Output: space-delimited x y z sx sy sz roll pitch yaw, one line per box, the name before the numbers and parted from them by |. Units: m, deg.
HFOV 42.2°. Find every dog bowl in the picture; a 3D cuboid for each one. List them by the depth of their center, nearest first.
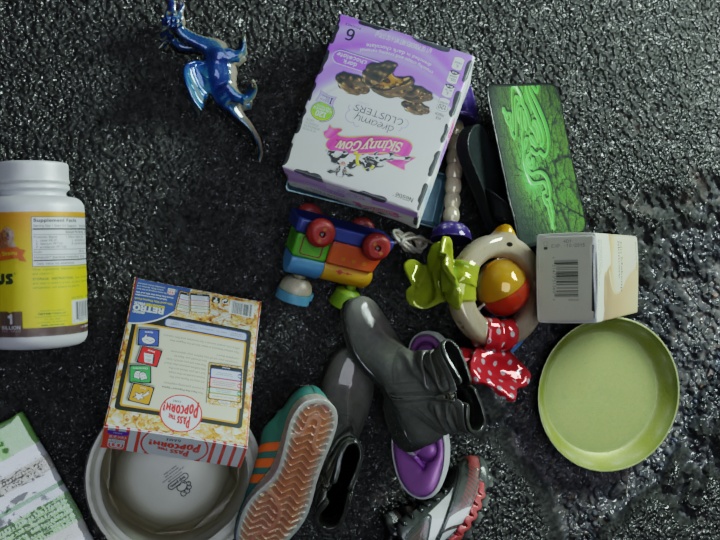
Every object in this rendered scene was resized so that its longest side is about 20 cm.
dog bowl | -0.216 0.232 1.082 0.199 0.074 0.201 0 91 -13

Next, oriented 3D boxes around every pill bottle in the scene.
pill bottle | -0.358 -0.017 1.026 0.109 0.109 0.201 -2 91 -12

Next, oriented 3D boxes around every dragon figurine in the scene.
dragon figurine | -0.175 -0.215 1.087 0.099 0.059 0.201 -13 94 -12

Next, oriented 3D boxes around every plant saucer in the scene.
plant saucer | 0.010 -0.108 1.152 0.199 0.019 0.070 13 89 -11
plant saucer | 0.319 0.160 1.219 0.199 0.031 0.201 0 92 -13

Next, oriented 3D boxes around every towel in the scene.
towel | -0.405 0.282 1.069 0.149 0.031 0.201 -27 95 -13

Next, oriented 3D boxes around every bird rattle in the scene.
bird rattle | 0.151 0.039 1.065 0.163 0.113 0.200 -38 95 -19

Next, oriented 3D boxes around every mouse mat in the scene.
mouse mat | 0.220 -0.133 1.154 0.161 0.008 0.201 -13 90 -46

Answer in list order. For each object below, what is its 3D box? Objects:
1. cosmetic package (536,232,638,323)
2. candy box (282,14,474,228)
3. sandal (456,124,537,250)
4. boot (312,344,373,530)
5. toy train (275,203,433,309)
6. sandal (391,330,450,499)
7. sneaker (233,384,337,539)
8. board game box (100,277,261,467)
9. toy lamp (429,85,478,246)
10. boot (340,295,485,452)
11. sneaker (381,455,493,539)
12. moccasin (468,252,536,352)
cosmetic package | 0.276 0.007 1.122 0.071 0.200 0.106 0 92 29
candy box | 0.022 -0.173 1.090 0.167 0.072 0.201 19 79 6
sandal | 0.176 -0.088 1.133 0.201 0.048 0.076 57 45 -33
boot | -0.016 0.192 1.087 0.067 0.131 0.201 15 88 -13
toy train | 0.000 0.000 1.128 0.199 0.085 0.116 14 105 -20
sandal | 0.066 0.174 1.138 0.050 0.082 0.204 14 76 -51
sneaker | -0.086 0.222 1.049 0.071 0.080 0.201 24 95 -18
board game box | -0.194 0.110 1.037 0.151 0.046 0.201 12 48 -12
toy lamp | 0.115 -0.133 1.140 0.058 0.058 0.201 6 75 -12
boot | 0.064 0.101 1.056 0.068 0.131 0.201 -19 79 -43
sneaker | 0.083 0.305 1.150 0.098 0.071 0.201 36 85 -13
moccasin | 0.176 0.059 1.171 0.068 0.080 0.200 48 68 -6
